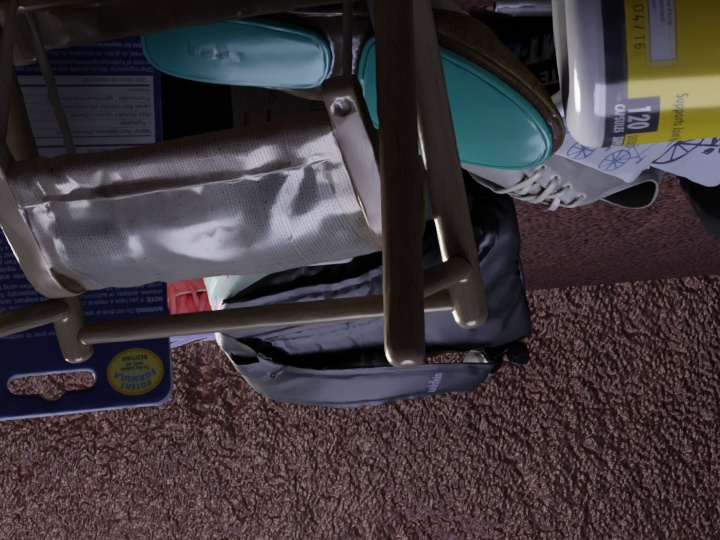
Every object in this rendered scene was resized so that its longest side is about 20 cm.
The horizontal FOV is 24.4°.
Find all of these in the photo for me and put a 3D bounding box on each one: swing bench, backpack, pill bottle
[{"bbox_3d":[-0.067,-0.062,0.655,0.197,0.202,0.130,-5,-176,16],"label":"swing bench"},{"bbox_3d":[0.000,0.000,1.056,0.198,0.127,0.168,-14,132,1],"label":"backpack"},{"bbox_3d":[0.182,-0.115,0.697,0.198,0.113,0.112,-5,175,4],"label":"pill bottle"}]

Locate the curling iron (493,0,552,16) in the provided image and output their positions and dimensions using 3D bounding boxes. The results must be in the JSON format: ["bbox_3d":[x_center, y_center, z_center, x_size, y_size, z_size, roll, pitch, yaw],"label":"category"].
[{"bbox_3d":[0.167,-0.139,0.875,0.198,0.026,0.050,-4,168,-11],"label":"curling iron"}]

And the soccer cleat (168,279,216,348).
[{"bbox_3d":[-0.089,0.021,1.137,0.198,0.067,0.076,-7,-165,-33],"label":"soccer cleat"}]

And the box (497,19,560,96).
[{"bbox_3d":[0.154,-0.115,1.026,0.197,0.050,0.199,2,172,-43],"label":"box"}]

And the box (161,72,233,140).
[{"bbox_3d":[-0.182,-0.065,0.848,0.198,0.126,0.148,-2,173,-32],"label":"box"}]

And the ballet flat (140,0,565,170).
[{"bbox_3d":[0.000,-0.103,0.751,0.198,0.073,0.068,13,137,5],"label":"ballet flat"}]

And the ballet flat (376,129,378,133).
[{"bbox_3d":[0.031,-0.076,1.251,0.070,0.068,0.200,-20,174,11],"label":"ballet flat"}]

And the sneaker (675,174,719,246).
[{"bbox_3d":[0.263,-0.082,1.092,0.090,0.076,0.200,-29,-162,33],"label":"sneaker"}]

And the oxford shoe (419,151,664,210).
[{"bbox_3d":[0.104,-0.065,0.962,0.199,0.058,0.075,3,174,-36],"label":"oxford shoe"}]

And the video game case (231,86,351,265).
[{"bbox_3d":[-0.101,-0.056,1.001,0.198,0.144,0.018,-5,141,8],"label":"video game case"}]

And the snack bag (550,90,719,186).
[{"bbox_3d":[0.207,-0.102,0.889,0.188,0.022,0.199,-35,151,31],"label":"snack bag"}]

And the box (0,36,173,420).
[{"bbox_3d":[-0.147,-0.036,0.753,0.120,0.202,0.032,-3,-178,-29],"label":"box"}]
